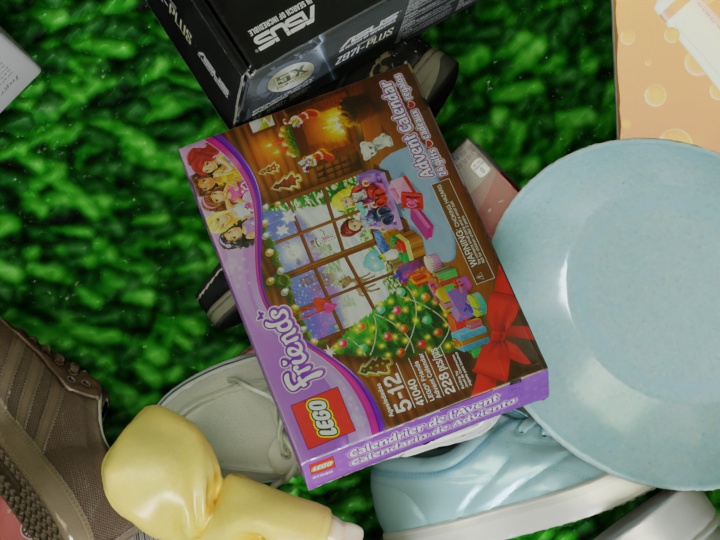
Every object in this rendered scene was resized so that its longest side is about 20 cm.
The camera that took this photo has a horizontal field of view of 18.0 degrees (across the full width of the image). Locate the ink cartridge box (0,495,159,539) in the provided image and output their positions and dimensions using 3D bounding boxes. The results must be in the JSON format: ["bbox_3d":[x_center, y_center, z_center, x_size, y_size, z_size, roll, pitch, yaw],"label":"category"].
[{"bbox_3d":[-0.130,0.211,1.263,0.115,0.068,0.201,-16,58,7],"label":"ink cartridge box"}]

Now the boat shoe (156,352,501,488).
[{"bbox_3d":[-0.021,0.081,1.222,0.200,0.086,0.075,-5,90,5],"label":"boat shoe"}]

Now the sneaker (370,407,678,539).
[{"bbox_3d":[0.098,0.102,1.279,0.198,0.074,0.083,-18,91,5],"label":"sneaker"}]

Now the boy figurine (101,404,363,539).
[{"bbox_3d":[-0.053,0.142,1.204,0.199,0.124,0.065,32,60,-17],"label":"boy figurine"}]

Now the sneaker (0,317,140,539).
[{"bbox_3d":[-0.185,0.077,1.281,0.075,0.071,0.201,-23,64,-29],"label":"sneaker"}]

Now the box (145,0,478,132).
[{"bbox_3d":[-0.027,-0.198,1.246,0.199,0.086,0.164,-29,78,-16],"label":"box"}]

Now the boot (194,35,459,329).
[{"bbox_3d":[-0.060,-0.084,1.298,0.154,0.073,0.204,40,85,7],"label":"boot"}]

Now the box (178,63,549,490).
[{"bbox_3d":[0.000,0.000,1.196,0.136,0.039,0.201,-21,63,-5],"label":"box"}]

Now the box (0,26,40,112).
[{"bbox_3d":[-0.326,-0.121,1.284,0.199,0.131,0.200,43,89,10],"label":"box"}]

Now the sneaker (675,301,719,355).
[{"bbox_3d":[0.175,0.023,1.264,0.198,0.085,0.078,-4,88,6],"label":"sneaker"}]

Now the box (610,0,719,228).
[{"bbox_3d":[0.200,-0.125,1.256,0.123,0.097,0.202,-3,90,7],"label":"box"}]

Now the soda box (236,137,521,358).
[{"bbox_3d":[0.014,0.018,1.293,0.200,0.063,0.070,-43,87,5],"label":"soda box"}]

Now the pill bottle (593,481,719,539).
[{"bbox_3d":[0.207,0.218,1.246,0.111,0.111,0.201,-36,86,5],"label":"pill bottle"}]

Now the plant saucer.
[{"bbox_3d":[0.163,0.019,1.202,0.199,0.039,0.203,10,117,20],"label":"plant saucer"}]
